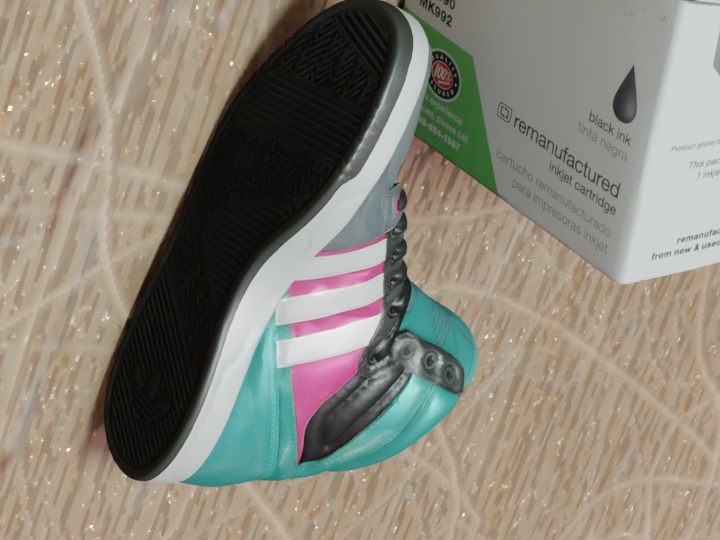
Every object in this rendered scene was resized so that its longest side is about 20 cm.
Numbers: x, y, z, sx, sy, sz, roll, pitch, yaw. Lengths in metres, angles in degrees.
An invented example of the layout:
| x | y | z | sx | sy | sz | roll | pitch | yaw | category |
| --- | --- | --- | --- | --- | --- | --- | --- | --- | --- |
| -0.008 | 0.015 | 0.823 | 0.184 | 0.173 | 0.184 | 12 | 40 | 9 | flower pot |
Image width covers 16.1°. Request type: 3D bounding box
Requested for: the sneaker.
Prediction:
| x | y | z | sx | sy | sz | roll | pitch | yaw | category |
| --- | --- | --- | --- | --- | --- | --- | --- | --- | --- |
| 0.000 | 0.000 | 0.937 | 0.121 | 0.084 | 0.200 | 12 | 117 | -40 | sneaker |

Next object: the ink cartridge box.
| x | y | z | sx | sy | sz | roll | pitch | yaw | category |
| --- | --- | --- | --- | --- | --- | --- | --- | --- | --- |
| 0.094 | -0.120 | 0.893 | 0.084 | 0.146 | 0.200 | -13 | 125 | -34 | ink cartridge box |
